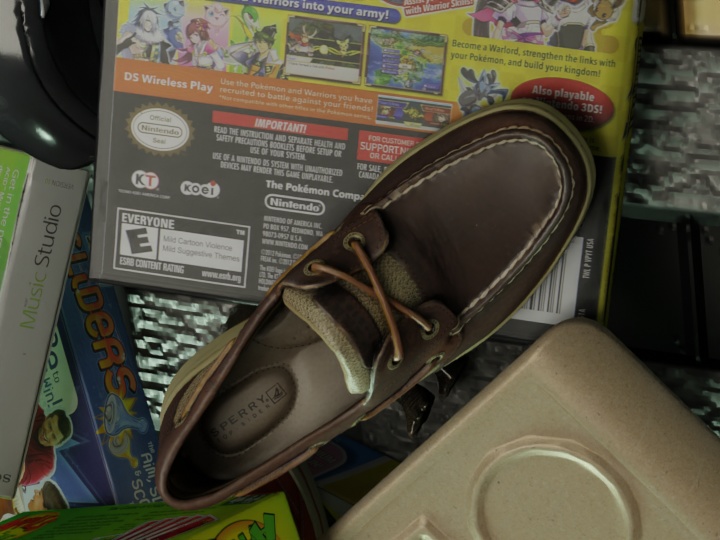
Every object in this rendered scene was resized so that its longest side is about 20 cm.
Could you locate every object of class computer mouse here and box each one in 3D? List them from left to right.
[{"bbox_3d":[-0.165,-0.135,1.011,0.140,0.046,0.202,3,108,44],"label":"computer mouse"}]

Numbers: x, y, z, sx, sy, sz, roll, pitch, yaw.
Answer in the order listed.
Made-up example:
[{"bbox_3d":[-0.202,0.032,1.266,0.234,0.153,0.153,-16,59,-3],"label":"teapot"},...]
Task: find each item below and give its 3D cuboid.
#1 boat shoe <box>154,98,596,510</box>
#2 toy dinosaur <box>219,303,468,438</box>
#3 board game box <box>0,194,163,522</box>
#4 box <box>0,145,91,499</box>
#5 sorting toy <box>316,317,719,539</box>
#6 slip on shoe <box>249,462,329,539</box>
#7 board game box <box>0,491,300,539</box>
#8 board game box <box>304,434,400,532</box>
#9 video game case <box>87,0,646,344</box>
[{"bbox_3d":[0.001,0.018,0.923,0.200,0.072,0.072,-37,97,17],"label":"boat shoe"},{"bbox_3d":[0.000,0.000,1.016,0.102,0.077,0.201,26,128,10],"label":"toy dinosaur"},{"bbox_3d":[-0.152,0.068,1.163,0.135,0.034,0.201,-25,78,42],"label":"board game box"},{"bbox_3d":[-0.202,0.008,1.145,0.199,0.036,0.145,15,92,50],"label":"box"},{"bbox_3d":[0.080,0.137,0.988,0.185,0.037,0.200,44,115,-5],"label":"sorting toy"},{"bbox_3d":[-0.029,0.164,1.063,0.074,0.061,0.201,-14,99,39],"label":"slip on shoe"},{"bbox_3d":[-0.117,0.131,1.019,0.199,0.101,0.048,-10,100,53],"label":"board game box"},{"bbox_3d":[0.010,0.159,1.097,0.199,0.040,0.154,25,122,29],"label":"board game box"},{"bbox_3d":[0.002,-0.071,0.950,0.198,0.026,0.182,8,107,9],"label":"video game case"}]
